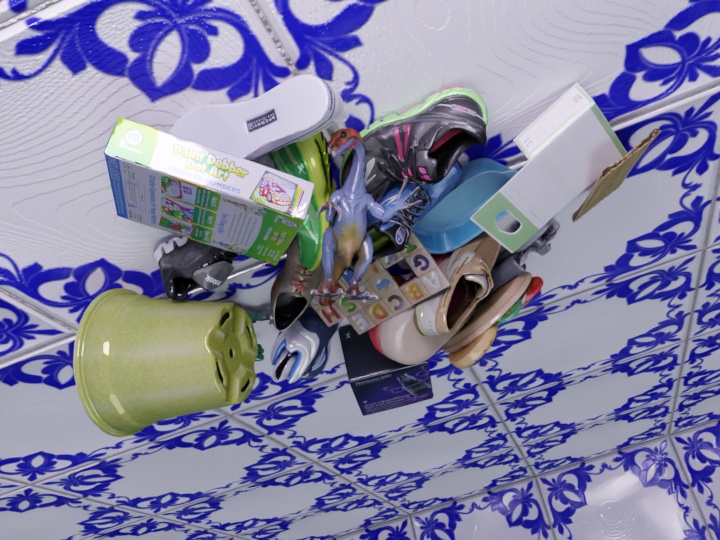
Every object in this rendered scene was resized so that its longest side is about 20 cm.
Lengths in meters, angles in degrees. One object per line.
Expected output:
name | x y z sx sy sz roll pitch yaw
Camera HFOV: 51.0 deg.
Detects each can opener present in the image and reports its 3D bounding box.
can opener | 0.231 -0.026 1.196 0.067 0.054 0.200 38 130 -16

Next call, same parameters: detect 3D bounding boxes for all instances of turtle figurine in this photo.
turtle figurine | -0.184 0.105 1.173 0.150 0.100 0.201 -47 162 -31

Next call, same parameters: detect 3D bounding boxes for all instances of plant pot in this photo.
plant pot | -0.244 0.115 1.008 0.181 0.204 0.201 -7 154 19

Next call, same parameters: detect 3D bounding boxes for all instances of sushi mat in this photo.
sushi mat | 0.338 -0.123 1.014 0.095 0.012 0.200 -37 167 -4

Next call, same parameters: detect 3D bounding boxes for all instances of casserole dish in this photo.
casserole dish | 0.139 -0.090 1.037 0.120 0.039 0.199 15 140 -42

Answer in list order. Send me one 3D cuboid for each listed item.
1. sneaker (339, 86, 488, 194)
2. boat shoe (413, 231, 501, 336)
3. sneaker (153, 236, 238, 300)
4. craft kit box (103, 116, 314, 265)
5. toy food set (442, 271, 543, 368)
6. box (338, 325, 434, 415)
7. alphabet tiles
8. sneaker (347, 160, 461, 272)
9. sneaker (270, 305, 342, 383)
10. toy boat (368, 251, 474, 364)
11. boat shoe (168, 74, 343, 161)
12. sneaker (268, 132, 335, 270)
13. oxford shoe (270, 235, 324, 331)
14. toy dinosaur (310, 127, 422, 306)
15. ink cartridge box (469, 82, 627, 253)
sneaker | 0.058 -0.135 0.873 0.198 0.085 0.076 -29 147 24
boat shoe | 0.157 0.019 1.095 0.066 0.201 0.074 7 144 50
sneaker | -0.180 -0.022 0.953 0.198 0.092 0.066 -28 148 24
craft kit box | -0.161 -0.073 0.795 0.195 0.049 0.200 21 163 -10
toy food set | 0.214 0.073 1.240 0.198 0.049 0.200 -43 -179 4
box | 0.049 0.173 1.384 0.145 0.106 0.201 -15 151 2
alphabet tiles | 0.000 0.000 1.055 0.198 0.008 0.168 -30 108 27
sneaker | 0.051 -0.066 0.946 0.199 0.090 0.078 -41 123 10
sneaker | -0.108 0.141 1.214 0.146 0.080 0.201 -42 165 -44
toy boat | 0.082 0.049 1.174 0.199 0.130 0.132 -37 131 -32
boat shoe | -0.109 -0.150 0.793 0.197 0.072 0.070 -18 176 21
sneaker | -0.074 -0.088 0.906 0.082 0.075 0.202 4 133 9
oxford shoe | -0.072 -0.001 1.020 0.069 0.075 0.202 16 125 -11
toy dinosaur | -0.026 -0.061 0.864 0.103 0.185 0.199 5 169 -31
ink cartridge box | 0.233 -0.123 0.966 0.199 0.048 0.145 -41 144 16
